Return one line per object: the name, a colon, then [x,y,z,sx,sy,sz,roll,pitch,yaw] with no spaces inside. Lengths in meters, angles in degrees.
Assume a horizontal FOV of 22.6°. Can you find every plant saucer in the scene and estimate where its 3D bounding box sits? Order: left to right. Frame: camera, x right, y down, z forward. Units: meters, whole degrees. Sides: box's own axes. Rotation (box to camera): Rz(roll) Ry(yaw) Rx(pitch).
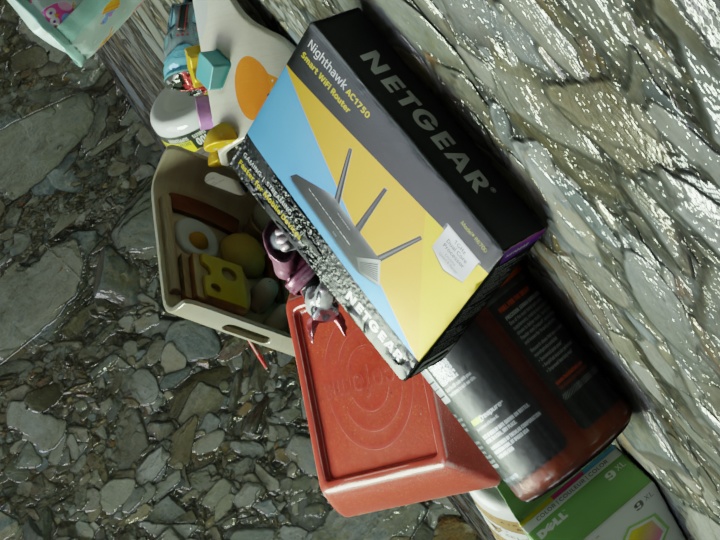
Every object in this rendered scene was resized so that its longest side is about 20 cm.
plant saucer: [0.014,0.084,1.409,0.199,0.036,0.202,-20,79,49]

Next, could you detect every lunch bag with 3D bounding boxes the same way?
lunch bag: [-0.224,-0.270,1.526,0.122,0.170,0.200,46,177,-24]

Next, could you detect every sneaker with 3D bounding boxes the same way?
sneaker: [-0.144,-0.224,1.767,0.200,0.078,0.097,-19,-75,-85]

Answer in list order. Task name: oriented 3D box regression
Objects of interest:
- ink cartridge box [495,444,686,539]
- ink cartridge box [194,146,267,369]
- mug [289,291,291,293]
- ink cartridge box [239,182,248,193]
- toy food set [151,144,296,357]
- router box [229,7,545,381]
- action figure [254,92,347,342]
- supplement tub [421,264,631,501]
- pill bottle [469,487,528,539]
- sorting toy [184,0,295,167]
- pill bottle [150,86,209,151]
ink cartridge box: [0.197,0.213,1.452,0.059,0.104,0.201,44,170,50]
ink cartridge box: [-0.120,-0.015,1.790,0.201,0.067,0.116,61,179,34]
mug: [0.004,0.011,1.565,0.185,0.113,0.154,47,-153,-76]
ink cartridge box: [-0.061,-0.070,1.882,0.201,0.083,0.147,55,174,-13]
toy food set: [-0.109,-0.018,1.630,0.142,0.060,0.201,20,-142,-29]
router box: [0.013,-0.050,1.194,0.200,0.051,0.150,50,136,15]
action figure: [-0.043,-0.045,1.355,0.148,0.133,0.202,-14,73,52]
supplement tub: [0.097,0.057,1.289,0.201,0.107,0.107,53,174,3]
pill bottle: [0.162,0.198,1.585,0.114,0.114,0.200,48,173,34]
sorting toy: [-0.114,-0.196,1.611,0.200,0.106,0.182,112,139,-83]
pill bottle: [-0.143,-0.128,2.043,0.201,0.112,0.112,55,173,-32]
